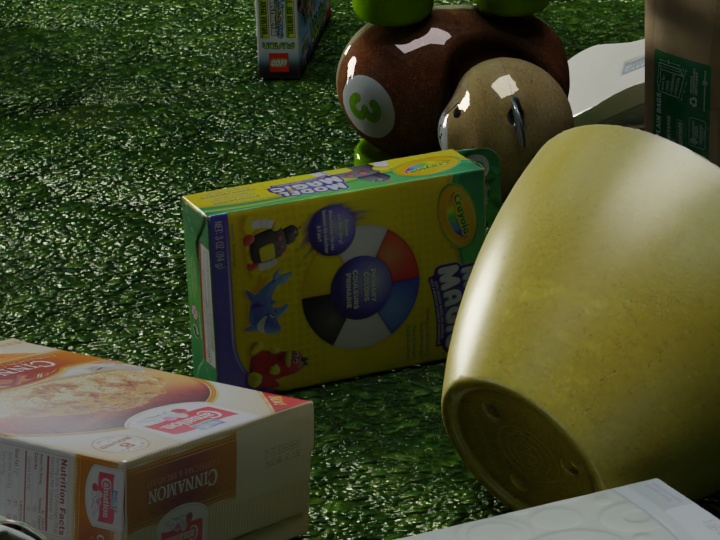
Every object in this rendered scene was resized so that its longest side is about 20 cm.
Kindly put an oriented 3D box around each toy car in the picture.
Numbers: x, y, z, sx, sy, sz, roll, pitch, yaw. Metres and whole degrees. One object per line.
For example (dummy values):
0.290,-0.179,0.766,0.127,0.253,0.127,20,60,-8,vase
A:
0.075,-0.095,1.954,0.158,0.164,0.200,-6,31,-9,toy car

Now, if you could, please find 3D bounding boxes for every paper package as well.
0.287,-0.152,1.997,0.190,0.200,0.103,-14,22,-31,paper package

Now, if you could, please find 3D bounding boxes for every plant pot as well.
0.122,0.049,1.493,0.200,0.200,0.142,15,50,42,plant pot

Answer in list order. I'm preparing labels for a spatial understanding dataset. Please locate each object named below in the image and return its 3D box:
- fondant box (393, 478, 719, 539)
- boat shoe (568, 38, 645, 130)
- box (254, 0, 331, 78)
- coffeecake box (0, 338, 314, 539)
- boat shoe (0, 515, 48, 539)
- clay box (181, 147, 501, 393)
0.084,0.160,1.325,0.200,0.058,0.144,-12,21,-23,fondant box
0.207,-0.128,2.127,0.200,0.069,0.072,-22,38,42,boat shoe
-0.055,-0.235,2.432,0.035,0.110,0.200,0,19,7,box
-0.148,0.096,1.496,0.200,0.073,0.153,10,14,33,coffeecake box
-0.168,0.148,1.377,0.200,0.068,0.075,13,24,39,boat shoe
0.000,0.000,1.721,0.200,0.115,0.048,-11,21,-21,clay box
